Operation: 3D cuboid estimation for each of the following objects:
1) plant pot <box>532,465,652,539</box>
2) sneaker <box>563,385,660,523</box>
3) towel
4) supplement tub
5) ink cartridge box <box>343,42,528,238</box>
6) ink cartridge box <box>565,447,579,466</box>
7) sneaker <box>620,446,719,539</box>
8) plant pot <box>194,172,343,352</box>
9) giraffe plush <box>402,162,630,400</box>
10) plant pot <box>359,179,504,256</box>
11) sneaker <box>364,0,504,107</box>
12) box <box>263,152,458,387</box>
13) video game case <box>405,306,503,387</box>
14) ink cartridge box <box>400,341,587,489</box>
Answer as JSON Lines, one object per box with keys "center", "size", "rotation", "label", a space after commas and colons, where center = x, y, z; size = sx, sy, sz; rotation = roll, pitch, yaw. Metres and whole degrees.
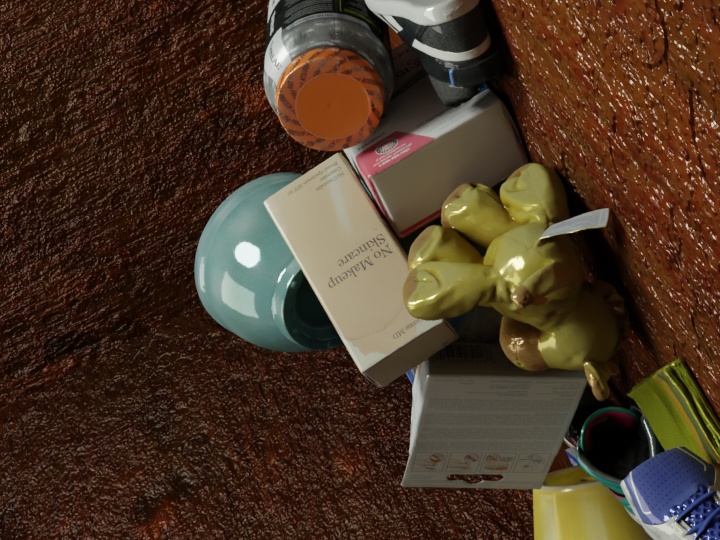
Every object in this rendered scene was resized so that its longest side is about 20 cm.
{"center": [0.282, 0.325, 1.115], "size": [0.201, 0.200, 0.189], "rotation": [63, -164, -86], "label": "plant pot"}
{"center": [0.247, 0.166, 1.003], "size": [0.200, 0.084, 0.121], "rotation": [52, 177, 44], "label": "sneaker"}
{"center": [0.266, 0.127, 0.825], "size": [0.086, 0.018, 0.200], "rotation": [64, 180, 14], "label": "towel"}
{"center": [-0.031, -0.208, 0.932], "size": [0.200, 0.122, 0.123], "rotation": [-93, -19, -51], "label": "supplement tub"}
{"center": [0.055, -0.143, 0.968], "size": [0.085, 0.146, 0.200], "rotation": [59, -179, -35], "label": "ink cartridge box"}
{"center": [0.335, 0.292, 1.321], "size": [0.200, 0.044, 0.094], "rotation": [60, -175, -88], "label": "ink cartridge box"}
{"center": [0.283, 0.211, 0.704], "size": [0.200, 0.080, 0.115], "rotation": [55, 174, 21], "label": "sneaker"}
{"center": [-0.063, 0.007, 1.064], "size": [0.134, 0.200, 0.200], "rotation": [34, 157, 51], "label": "plant pot"}
{"center": [0.156, 0.021, 0.832], "size": [0.200, 0.173, 0.162], "rotation": [4, 140, 49], "label": "giraffe plush"}
{"center": [0.096, -0.031, 1.066], "size": [0.201, 0.161, 0.201], "rotation": [-21, -90, -84], "label": "plant pot"}
{"center": [0.064, -0.204, 0.868], "size": [0.112, 0.073, 0.200], "rotation": [64, 178, -27], "label": "sneaker"}
{"center": [0.000, 0.000, 0.922], "size": [0.200, 0.095, 0.078], "rotation": [57, -177, 22], "label": "box"}
{"center": [0.133, 0.076, 1.019], "size": [0.045, 0.181, 0.200], "rotation": [62, 180, 42], "label": "video game case"}
{"center": [0.131, 0.153, 1.002], "size": [0.200, 0.162, 0.050], "rotation": [99, 171, -47], "label": "ink cartridge box"}
